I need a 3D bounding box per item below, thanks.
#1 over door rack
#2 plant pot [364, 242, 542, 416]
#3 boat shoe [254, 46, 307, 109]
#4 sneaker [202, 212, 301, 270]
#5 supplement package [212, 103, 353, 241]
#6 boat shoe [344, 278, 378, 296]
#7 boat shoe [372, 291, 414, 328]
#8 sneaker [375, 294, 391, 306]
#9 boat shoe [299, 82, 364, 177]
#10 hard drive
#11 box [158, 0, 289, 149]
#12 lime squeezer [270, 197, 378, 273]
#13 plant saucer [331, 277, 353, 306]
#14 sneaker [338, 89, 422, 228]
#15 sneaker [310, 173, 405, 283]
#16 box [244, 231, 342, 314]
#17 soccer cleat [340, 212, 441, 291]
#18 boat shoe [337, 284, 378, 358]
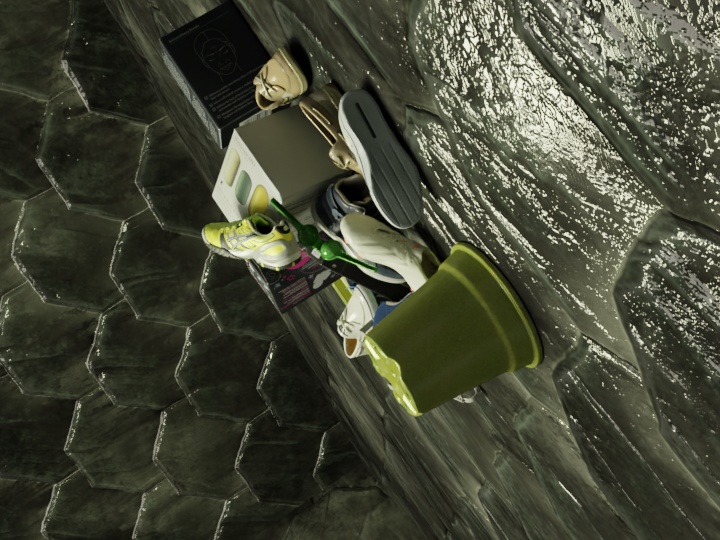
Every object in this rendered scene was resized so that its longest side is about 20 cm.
[{"bbox_3d":[0.109,0.149,1.774,0.200,0.067,0.148,5,131,45],"label":"over door rack"},{"bbox_3d":[0.112,0.094,1.372,0.201,0.184,0.200,55,169,15],"label":"plant pot"},{"bbox_3d":[-0.134,-0.301,1.628,0.072,0.065,0.200,58,169,-2],"label":"boat shoe"},{"bbox_3d":[-0.177,-0.060,1.645,0.199,0.075,0.077,12,121,33],"label":"sneaker"},{"bbox_3d":[-0.136,-0.150,1.717,0.152,0.150,0.200,54,148,15],"label":"supplement package"},{"bbox_3d":[0.000,-0.001,1.861,0.069,0.084,0.200,-115,-1,-49],"label":"boat shoe"},{"bbox_3d":[0.083,0.085,1.667,0.200,0.072,0.073,155,123,-63],"label":"boat shoe"},{"bbox_3d":[0.077,0.130,1.903,0.199,0.079,0.130,98,148,-59],"label":"sneaker"},{"bbox_3d":[-0.017,-0.179,1.493,0.200,0.065,0.072,57,169,2],"label":"boat shoe"},{"bbox_3d":[0.000,0.000,1.737,0.200,0.038,0.140,28,-176,-24],"label":"hard drive"},{"bbox_3d":[-0.239,-0.346,1.790,0.200,0.148,0.107,57,169,7],"label":"box"},{"bbox_3d":[-0.059,-0.050,1.610,0.200,0.038,0.071,35,148,1],"label":"lime squeezer"},{"bbox_3d":[-0.007,0.049,2.135,0.200,0.048,0.200,54,169,15],"label":"plant saucer"},{"bbox_3d":[0.030,-0.153,1.383,0.071,0.073,0.201,-139,27,-84],"label":"sneaker"},{"bbox_3d":[0.023,-0.068,1.602,0.202,0.077,0.146,38,151,-5],"label":"sneaker"},{"bbox_3d":[-0.115,-0.033,1.976,0.132,0.200,0.115,50,166,35],"label":"box"},{"bbox_3d":[0.060,-0.027,1.514,0.200,0.069,0.078,38,146,-3],"label":"soccer cleat"},{"bbox_3d":[-0.007,0.098,1.863,0.071,0.070,0.200,58,162,29],"label":"boat shoe"}]
